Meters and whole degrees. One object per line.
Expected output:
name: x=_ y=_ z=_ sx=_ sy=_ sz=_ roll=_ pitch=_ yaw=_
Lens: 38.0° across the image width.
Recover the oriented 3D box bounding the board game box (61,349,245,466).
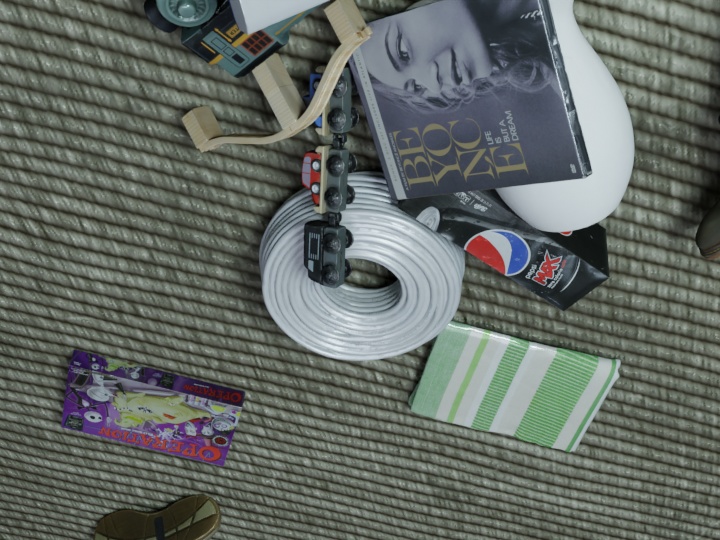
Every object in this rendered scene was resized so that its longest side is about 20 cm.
board game box: x=-0.242 y=0.162 z=1.212 sx=0.199 sy=0.032 sz=0.120 roll=14 pitch=137 yaw=-7

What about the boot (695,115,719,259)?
boot: x=0.322 y=-0.104 z=0.876 sx=0.097 sy=0.075 sz=0.200 roll=29 pitch=120 yaw=-7

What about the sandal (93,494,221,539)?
sandal: x=-0.260 y=0.345 z=1.362 sx=0.199 sy=0.081 sz=0.054 roll=-19 pitch=150 yaw=18

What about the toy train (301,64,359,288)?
toy train: x=-0.028 y=-0.084 z=0.902 sx=0.046 sy=0.034 sz=0.201 roll=11 pitch=108 yaw=27

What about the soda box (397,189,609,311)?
soda box: x=0.131 y=-0.046 z=0.943 sx=0.199 sy=0.071 sz=0.063 roll=30 pitch=132 yaw=-20

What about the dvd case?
dvd case: x=0.075 y=-0.133 z=0.807 sx=0.199 sy=0.016 sz=0.150 roll=-2 pitch=111 yaw=48

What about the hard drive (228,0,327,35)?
hard drive: x=-0.010 y=-0.260 z=0.709 sx=0.199 sy=0.025 sz=0.133 roll=-27 pitch=127 yaw=-18

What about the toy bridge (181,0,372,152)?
toy bridge: x=-0.065 y=-0.148 z=0.872 sx=0.199 sy=0.027 sz=0.068 roll=-28 pitch=89 yaw=33

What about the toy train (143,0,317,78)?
toy train: x=-0.072 y=-0.234 z=0.793 sx=0.199 sy=0.086 sz=0.114 roll=-33 pitch=135 yaw=28

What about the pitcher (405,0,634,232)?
pitcher: x=0.126 y=-0.135 z=0.845 sx=0.171 sy=0.121 sz=0.201 roll=-1 pitch=125 yaw=34

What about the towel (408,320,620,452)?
towel: x=0.164 y=0.126 z=1.135 sx=0.199 sy=0.023 sz=0.153 roll=14 pitch=132 yaw=-4

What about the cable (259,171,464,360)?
cable: x=0.000 y=0.000 z=1.003 sx=0.198 sy=0.069 sz=0.201 roll=-4 pitch=132 yaw=11
